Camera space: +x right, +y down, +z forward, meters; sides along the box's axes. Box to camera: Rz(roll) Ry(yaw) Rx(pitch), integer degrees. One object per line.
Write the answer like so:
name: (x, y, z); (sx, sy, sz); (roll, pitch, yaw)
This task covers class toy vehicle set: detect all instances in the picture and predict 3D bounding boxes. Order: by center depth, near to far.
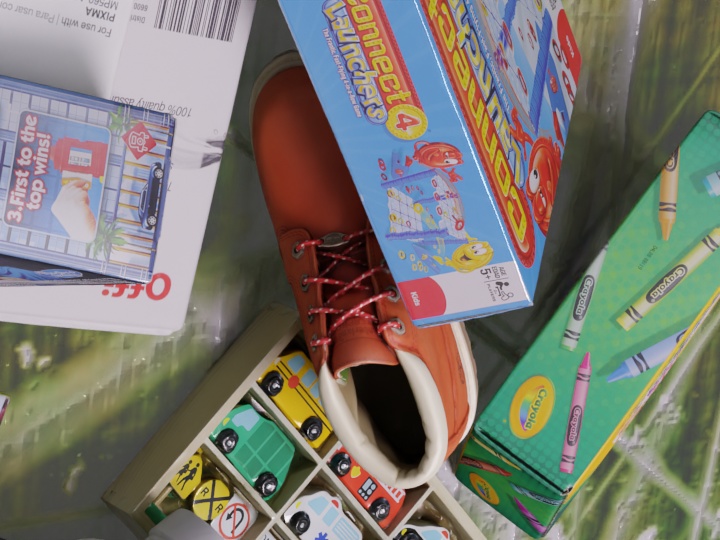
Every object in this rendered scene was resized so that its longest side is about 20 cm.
toy vehicle set: (-0.024, 0.124, 1.313); (0.124, 0.027, 0.200); (-50, 128, -15)

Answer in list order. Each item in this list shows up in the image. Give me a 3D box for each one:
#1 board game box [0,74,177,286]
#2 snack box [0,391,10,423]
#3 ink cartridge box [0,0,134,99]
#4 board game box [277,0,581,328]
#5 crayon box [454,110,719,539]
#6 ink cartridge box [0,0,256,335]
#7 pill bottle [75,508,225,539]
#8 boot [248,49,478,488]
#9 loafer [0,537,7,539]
board game box: (-0.203, -0.041, 0.927); (0.200, 0.200, 0.062); (16, 79, -41)
snack box: (-0.252, 0.030, 1.022); (0.200, 0.142, 0.053); (16, 94, -42)
ink cartridge box: (-0.135, -0.169, 0.971); (0.084, 0.144, 0.200); (10, 95, -40)
board game box: (0.032, -0.114, 1.194); (0.196, 0.056, 0.200); (-75, 148, -52)
crayon box: (0.129, 0.028, 1.346); (0.200, 0.058, 0.119); (-52, 172, -14)
ink cartridge box: (-0.128, -0.083, 1.123); (0.145, 0.084, 0.200); (7, 99, -43)
pill bottle: (-0.132, 0.191, 1.185); (0.200, 0.111, 0.111); (-40, 125, -18)
boot: (0.000, 0.000, 1.218); (0.075, 0.107, 0.200); (-19, 100, 13)
loafer: (-0.153, 0.139, 1.122); (0.072, 0.200, 0.063); (23, 88, -79)
